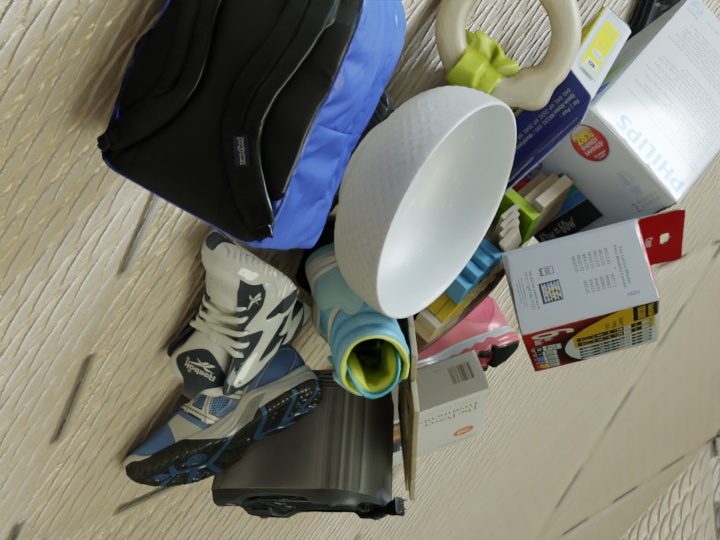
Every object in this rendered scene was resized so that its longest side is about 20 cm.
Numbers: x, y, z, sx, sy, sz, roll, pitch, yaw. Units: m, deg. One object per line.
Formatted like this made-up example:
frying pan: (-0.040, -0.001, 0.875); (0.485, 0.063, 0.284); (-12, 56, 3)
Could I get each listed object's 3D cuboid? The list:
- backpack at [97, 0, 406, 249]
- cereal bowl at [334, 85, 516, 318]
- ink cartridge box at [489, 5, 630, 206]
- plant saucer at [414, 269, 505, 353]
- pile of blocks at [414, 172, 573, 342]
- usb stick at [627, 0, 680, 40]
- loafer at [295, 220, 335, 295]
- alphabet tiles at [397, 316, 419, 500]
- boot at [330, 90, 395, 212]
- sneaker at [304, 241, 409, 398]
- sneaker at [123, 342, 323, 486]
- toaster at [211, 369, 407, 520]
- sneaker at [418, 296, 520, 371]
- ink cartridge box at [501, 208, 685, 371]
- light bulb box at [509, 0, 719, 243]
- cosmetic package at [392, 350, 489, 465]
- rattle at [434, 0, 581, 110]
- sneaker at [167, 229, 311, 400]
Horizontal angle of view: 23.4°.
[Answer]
backpack: (-0.064, -0.137, 1.206); (0.201, 0.162, 0.168); (-67, 163, 11)
cereal bowl: (0.042, -0.066, 1.442); (0.200, 0.083, 0.201); (-43, 151, -32)
ink cartridge box: (0.149, -0.131, 1.588); (0.198, 0.047, 0.200); (-43, -176, 35)
plant saucer: (0.080, 0.034, 1.758); (0.200, 0.035, 0.200); (-41, -174, 5)
pile of blocks: (0.109, -0.027, 1.625); (0.200, 0.062, 0.082); (-46, 165, -6)
usb stick: (0.298, -0.232, 1.852); (0.055, 0.033, 0.201); (-25, 148, -31)
loafer: (0.000, 0.000, 1.654); (0.071, 0.073, 0.200); (-34, 154, 21)
alphabet tiles: (0.042, 0.103, 1.590); (0.006, 0.167, 0.201); (-2, 138, -2)
boot: (-0.008, -0.070, 1.533); (0.165, 0.066, 0.200); (-47, 161, 1)
sneaker: (0.004, 0.071, 1.554); (0.079, 0.131, 0.200); (-20, 152, 3)
sneaker: (-0.132, 0.133, 1.610); (0.199, 0.077, 0.076); (-30, 154, 2)
toaster: (-0.045, 0.167, 1.659); (0.113, 0.199, 0.130); (26, 64, -56)
sneaker: (0.069, 0.081, 1.892); (0.199, 0.087, 0.074); (-17, 156, -11)
ink cartridge box: (0.234, 0.021, 1.661); (0.174, 0.084, 0.200); (-15, 165, 6)
light bulb box: (0.259, -0.133, 1.693); (0.200, 0.125, 0.198); (-47, -174, -32)
cosmetic package: (0.036, 0.164, 1.872); (0.199, 0.052, 0.151); (-19, 159, -7)
rattle: (0.140, -0.244, 1.511); (0.143, 0.129, 0.202); (-16, 115, -69)
sneaker: (-0.117, 0.050, 1.491); (0.130, 0.079, 0.199); (-55, 168, -7)
